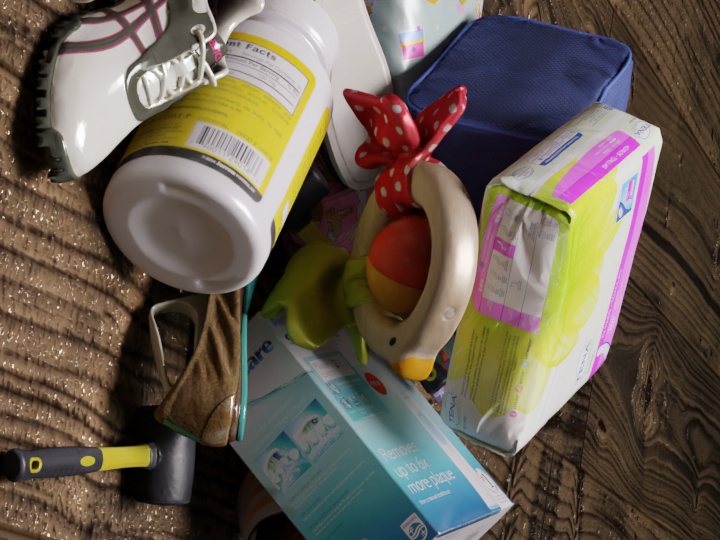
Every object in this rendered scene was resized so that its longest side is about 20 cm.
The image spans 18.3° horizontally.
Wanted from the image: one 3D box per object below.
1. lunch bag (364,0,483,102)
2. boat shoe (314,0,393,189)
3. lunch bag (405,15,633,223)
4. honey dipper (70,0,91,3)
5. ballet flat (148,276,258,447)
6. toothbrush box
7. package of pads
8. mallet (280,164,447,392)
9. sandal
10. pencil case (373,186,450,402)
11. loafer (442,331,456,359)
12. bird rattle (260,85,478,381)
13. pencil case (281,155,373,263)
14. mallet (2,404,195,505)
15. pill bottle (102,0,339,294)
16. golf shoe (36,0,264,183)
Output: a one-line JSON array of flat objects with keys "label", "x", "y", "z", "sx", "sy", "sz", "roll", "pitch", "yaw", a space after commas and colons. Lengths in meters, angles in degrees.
[{"label": "lunch bag", "x": 0.033, "y": -0.186, "z": 1.718, "sx": 0.200, "sy": 0.121, "sz": 0.172, "roll": -13, "pitch": 107, "yaw": -62}, {"label": "boat shoe", "x": -0.029, "y": -0.156, "z": 1.594, "sx": 0.074, "sy": 0.060, "sz": 0.202, "roll": -25, "pitch": 105, "yaw": -44}, {"label": "lunch bag", "x": 0.110, "y": -0.081, "z": 1.623, "sx": 0.200, "sy": 0.135, "sz": 0.133, "roll": -48, "pitch": 148, "yaw": -49}, {"label": "honey dipper", "x": -0.140, "y": -0.233, "z": 1.373, "sx": 0.201, "sy": 0.038, "sz": 0.038, "roll": -67, "pitch": 153, "yaw": -47}, {"label": "ballet flat", "x": -0.101, "y": 0.023, "z": 1.466, "sx": 0.068, "sy": 0.072, "sz": 0.201, "roll": 104, "pitch": -6, "yaw": -58}, {"label": "toothbrush box", "x": -0.006, "y": 0.124, "z": 1.567, "sx": 0.085, "sy": 0.200, "sz": 0.146, "roll": -46, "pitch": 164, "yaw": 19}, {"label": "package of pads", "x": 0.126, "y": 0.008, "z": 1.486, "sx": 0.154, "sy": 0.068, "sz": 0.201, "roll": -38, "pitch": 145, "yaw": -50}, {"label": "mallet", "x": 0.000, "y": 0.000, "z": 1.581, "sx": 0.066, "sy": 0.200, "sz": 0.041, "roll": -47, "pitch": -168, "yaw": 2}, {"label": "sandal", "x": -0.060, "y": 0.158, "z": 1.631, "sx": 0.079, "sy": 0.059, "sz": 0.207, "roll": -48, "pitch": -161, "yaw": 24}, {"label": "pencil case", "x": 0.059, "y": -0.001, "z": 1.746, "sx": 0.201, "sy": 0.088, "sz": 0.088, "roll": 67, "pitch": 18, "yaw": 11}, {"label": "loafer", "x": 0.114, "y": 0.012, "z": 1.660, "sx": 0.072, "sy": 0.063, "sz": 0.200, "roll": 53, "pitch": 29, "yaw": -9}, {"label": "bird rattle", "x": 0.034, "y": -0.019, "z": 1.460, "sx": 0.112, "sy": 0.163, "sz": 0.201, "roll": 17, "pitch": 111, "yaw": -35}, {"label": "pencil case", "x": -0.016, "y": 0.001, "z": 1.685, "sx": 0.086, "sy": 0.083, "sz": 0.201, "roll": -32, "pitch": 129, "yaw": -30}, {"label": "mallet", "x": -0.162, "y": 0.128, "z": 1.398, "sx": 0.200, "sy": 0.041, "sz": 0.066, "roll": -12, "pitch": 102, "yaw": -64}, {"label": "pill bottle", "x": -0.081, "y": -0.091, "z": 1.447, "sx": 0.112, "sy": 0.110, "sz": 0.201, "roll": 74, "pitch": 29, "yaw": -43}, {"label": "golf shoe", "x": -0.130, "y": -0.128, "z": 1.347, "sx": 0.078, "sy": 0.087, "sz": 0.201, "roll": 78, "pitch": 28, "yaw": -42}]
